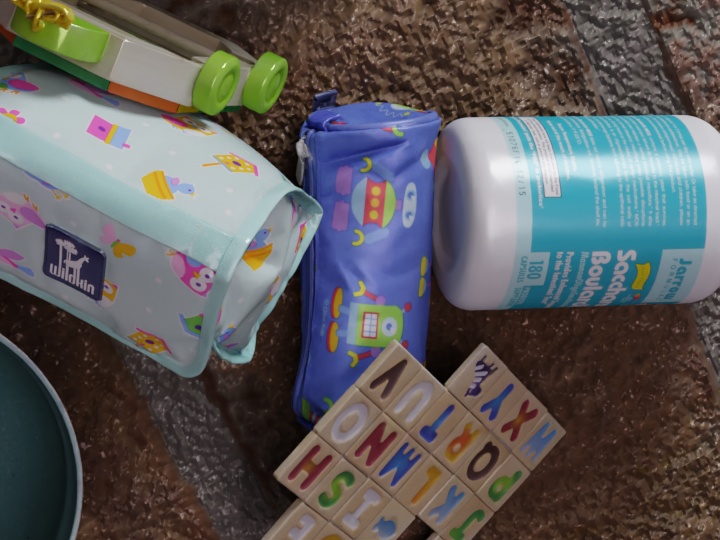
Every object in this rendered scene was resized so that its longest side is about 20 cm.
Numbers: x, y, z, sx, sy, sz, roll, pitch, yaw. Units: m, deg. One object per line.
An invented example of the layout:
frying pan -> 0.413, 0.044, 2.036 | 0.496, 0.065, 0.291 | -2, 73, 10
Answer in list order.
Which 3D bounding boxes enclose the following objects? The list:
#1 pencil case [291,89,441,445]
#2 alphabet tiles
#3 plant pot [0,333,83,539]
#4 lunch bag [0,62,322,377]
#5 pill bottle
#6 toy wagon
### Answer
pencil case -> 0.000, 0.000, 1.212 | 0.086, 0.078, 0.202 | -1, 100, -21
alphabet tiles -> 0.029, 0.117, 1.218 | 0.167, 0.008, 0.200 | -48, 143, -2
plant pot -> -0.256, 0.104, 1.137 | 0.199, 0.134, 0.202 | -2, 100, -13
lunch bag -> -0.120, -0.031, 1.089 | 0.170, 0.200, 0.123 | 28, 92, 6
pill bottle -> 0.145, -0.035, 1.226 | 0.198, 0.111, 0.112 | -2, 100, -13
toy wagon -> -0.131, -0.123, 1.093 | 0.154, 0.200, 0.040 | 26, 103, 14
